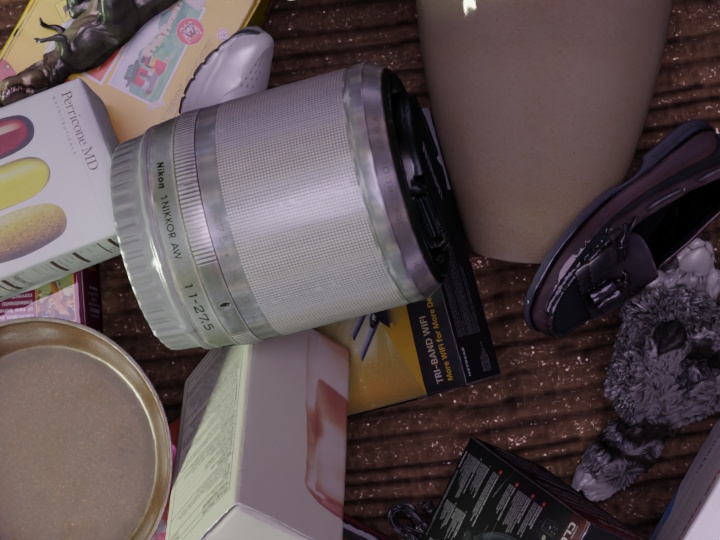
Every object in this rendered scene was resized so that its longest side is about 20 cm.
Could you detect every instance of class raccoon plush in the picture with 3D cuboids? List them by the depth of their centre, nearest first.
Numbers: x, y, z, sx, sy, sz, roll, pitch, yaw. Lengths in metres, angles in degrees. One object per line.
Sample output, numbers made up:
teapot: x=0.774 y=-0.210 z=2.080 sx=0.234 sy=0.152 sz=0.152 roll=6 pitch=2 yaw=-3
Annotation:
raccoon plush: x=0.196 y=0.053 z=1.584 sx=0.097 sy=0.134 sz=0.200 roll=28 pitch=119 yaw=-37

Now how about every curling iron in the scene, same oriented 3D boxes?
curling iron: x=-0.027 y=0.170 z=1.607 sx=0.199 sy=0.026 sz=0.050 roll=18 pitch=74 yaw=5

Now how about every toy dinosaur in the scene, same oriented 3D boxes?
toy dinosaur: x=-0.181 y=-0.194 z=1.540 sx=0.200 sy=0.047 sz=0.088 roll=-32 pitch=102 yaw=0

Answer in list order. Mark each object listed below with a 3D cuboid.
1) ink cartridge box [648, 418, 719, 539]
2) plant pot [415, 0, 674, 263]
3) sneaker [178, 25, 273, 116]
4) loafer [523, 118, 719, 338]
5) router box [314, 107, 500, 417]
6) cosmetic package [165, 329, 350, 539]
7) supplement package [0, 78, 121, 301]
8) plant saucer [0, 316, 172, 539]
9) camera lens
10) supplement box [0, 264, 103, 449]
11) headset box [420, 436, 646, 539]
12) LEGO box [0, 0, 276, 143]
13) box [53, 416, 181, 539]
ink cartridge box: x=0.284 y=0.188 z=1.507 sx=0.125 sy=0.200 sz=0.129 roll=31 pitch=89 yaw=3
plant pot: x=0.126 y=-0.112 z=1.551 sx=0.187 sy=0.187 sz=0.201 roll=3 pitch=104 yaw=2
sneaker: x=-0.087 y=-0.077 z=1.547 sx=0.087 sy=0.074 sz=0.201 roll=26 pitch=117 yaw=22
loafer: x=0.197 y=-0.025 z=1.517 sx=0.063 sy=0.072 sz=0.200 roll=33 pitch=71 yaw=35
router box: x=0.000 y=0.000 z=1.562 sx=0.157 sy=0.052 sz=0.201 roll=-18 pitch=86 yaw=34
cosmetic package: x=-0.068 y=0.131 z=1.471 sx=0.087 sy=0.200 sz=0.103 roll=29 pitch=126 yaw=-20
supplement package: x=-0.257 y=-0.040 z=1.495 sx=0.199 sy=0.110 sz=0.114 roll=-22 pitch=85 yaw=0
plant saucer: x=-0.221 y=0.133 z=1.509 sx=0.199 sy=0.034 sz=0.201 roll=-1 pitch=84 yaw=13
camera lens: x=-0.047 y=-0.041 z=1.434 sx=0.199 sy=0.160 sz=0.161 roll=-14 pitch=87 yaw=10
supplement box: x=-0.247 y=0.049 z=1.588 sx=0.110 sy=0.086 sz=0.201 roll=-4 pitch=87 yaw=2
headset box: x=0.115 y=0.222 z=1.503 sx=0.077 sy=0.200 sz=0.149 roll=24 pitch=93 yaw=-29
LEGO box: x=-0.161 y=-0.181 z=1.599 sx=0.149 sy=0.077 sz=0.200 roll=30 pitch=89 yaw=3
box: x=-0.168 y=0.213 z=1.564 sx=0.103 sy=0.095 sz=0.200 roll=45 pitch=96 yaw=2
